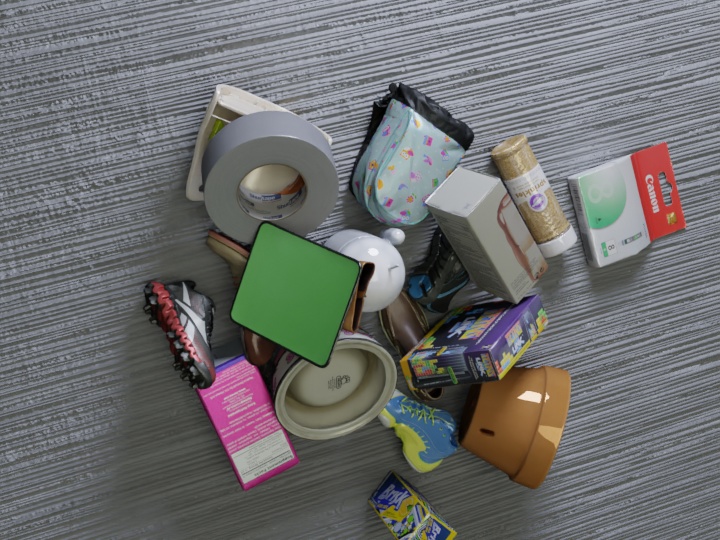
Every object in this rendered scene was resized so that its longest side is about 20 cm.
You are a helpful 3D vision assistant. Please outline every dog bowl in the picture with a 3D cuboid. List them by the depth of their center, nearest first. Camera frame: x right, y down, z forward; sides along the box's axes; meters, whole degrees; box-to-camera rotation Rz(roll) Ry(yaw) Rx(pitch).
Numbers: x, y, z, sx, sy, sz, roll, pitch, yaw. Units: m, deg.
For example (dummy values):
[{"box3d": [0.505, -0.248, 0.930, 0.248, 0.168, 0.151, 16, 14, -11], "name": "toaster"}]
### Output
[{"box3d": [-0.047, 0.162, 1.693, 0.198, 0.074, 0.202, -12, 129, -16], "name": "dog bowl"}]

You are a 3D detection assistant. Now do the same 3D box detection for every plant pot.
[{"box3d": [0.245, 0.239, 1.804, 0.139, 0.200, 0.202, 18, 93, -1], "name": "plant pot"}]

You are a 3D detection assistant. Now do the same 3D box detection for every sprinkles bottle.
[{"box3d": [0.285, -0.122, 1.818, 0.068, 0.068, 0.201, -32, 104, -9], "name": "sprinkles bottle"}]

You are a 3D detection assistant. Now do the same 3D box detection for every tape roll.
[{"box3d": [-0.133, -0.133, 1.623, 0.198, 0.066, 0.201, -7, 133, -8], "name": "tape roll"}]

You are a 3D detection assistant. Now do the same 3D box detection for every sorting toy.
[{"box3d": [-0.177, -0.169, 1.672, 0.199, 0.107, 0.181, 21, 105, -28], "name": "sorting toy"}]

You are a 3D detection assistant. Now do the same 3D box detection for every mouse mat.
[{"box3d": [-0.096, 0.032, 1.587, 0.008, 0.199, 0.162, 11, 101, -56], "name": "mouse mat"}]

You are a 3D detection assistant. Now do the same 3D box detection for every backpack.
[{"box3d": [0.071, -0.169, 1.722, 0.166, 0.127, 0.201, 32, 92, -21], "name": "backpack"}]

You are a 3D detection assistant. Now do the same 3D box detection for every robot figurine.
[{"box3d": [0.000, 0.000, 1.686, 0.113, 0.200, 0.170, 41, 85, -18], "name": "robot figurine"}]

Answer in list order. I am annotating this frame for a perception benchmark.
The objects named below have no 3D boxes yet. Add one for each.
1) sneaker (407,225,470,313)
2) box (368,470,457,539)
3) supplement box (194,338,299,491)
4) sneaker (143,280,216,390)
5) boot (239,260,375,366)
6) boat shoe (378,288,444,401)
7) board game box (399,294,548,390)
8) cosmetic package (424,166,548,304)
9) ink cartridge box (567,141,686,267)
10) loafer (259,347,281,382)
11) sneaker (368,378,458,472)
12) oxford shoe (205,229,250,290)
[{"box3d": [0.153, -0.023, 1.806, 0.201, 0.073, 0.082, -55, 135, -6], "name": "sneaker"}, {"box3d": [0.080, 0.393, 1.763, 0.064, 0.200, 0.070, 39, 87, -18], "name": "box"}, {"box3d": [-0.185, 0.223, 1.717, 0.103, 0.101, 0.202, -24, 104, -11], "name": "supplement box"}, {"box3d": [-0.250, 0.088, 1.654, 0.097, 0.201, 0.071, -16, 144, -26], "name": "sneaker"}, {"box3d": [-0.074, 0.065, 1.609, 0.068, 0.199, 0.190, 31, 76, -49], "name": "boot"}, {"box3d": [0.091, 0.119, 1.793, 0.074, 0.075, 0.204, -27, 104, -10], "name": "boat shoe"}, {"box3d": [0.179, 0.111, 1.725, 0.200, 0.164, 0.057, -39, 111, -51], "name": "board game box"}, {"box3d": [0.198, -0.054, 1.711, 0.087, 0.103, 0.200, -46, 129, -14], "name": "cosmetic package"}, {"box3d": [0.464, -0.113, 1.881, 0.198, 0.050, 0.162, -19, 103, -10], "name": "ink cartridge box"}, {"box3d": [-0.068, 0.137, 1.764, 0.198, 0.073, 0.073, 0, 126, -20], "name": "loafer"}, {"box3d": [0.094, 0.234, 1.799, 0.104, 0.076, 0.201, -24, 116, 15], "name": "sneaker"}, {"box3d": [-0.171, 0.018, 1.709, 0.200, 0.070, 0.075, 42, 88, -17], "name": "oxford shoe"}]
